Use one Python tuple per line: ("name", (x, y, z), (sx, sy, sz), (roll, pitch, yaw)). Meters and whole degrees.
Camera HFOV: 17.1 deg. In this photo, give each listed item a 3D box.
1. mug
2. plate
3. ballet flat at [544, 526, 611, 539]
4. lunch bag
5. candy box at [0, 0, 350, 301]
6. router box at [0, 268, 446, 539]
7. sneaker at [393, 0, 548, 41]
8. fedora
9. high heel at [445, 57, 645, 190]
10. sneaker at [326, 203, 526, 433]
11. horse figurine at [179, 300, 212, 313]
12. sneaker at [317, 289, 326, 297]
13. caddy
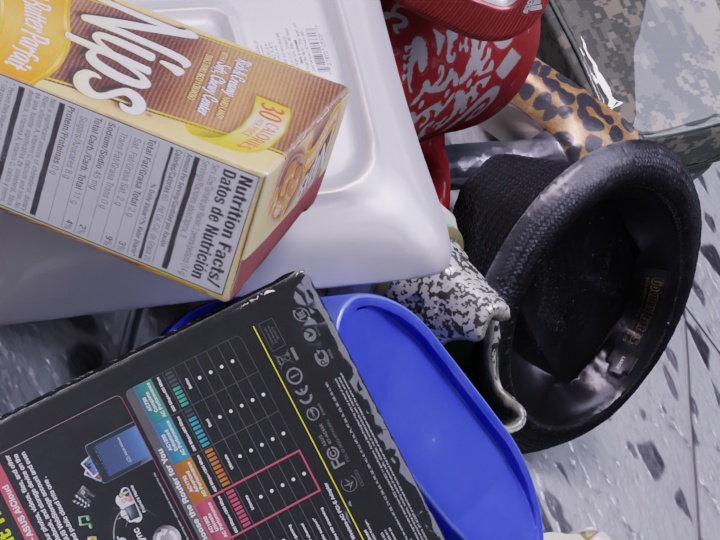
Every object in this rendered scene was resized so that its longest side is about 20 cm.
("mug", (0.014, -0.101, 1.253), (0.178, 0.133, 0.200), (59, 25, -1))
("plate", (-0.075, -0.079, 0.981), (0.032, 0.199, 0.201), (107, -27, -55))
("ballet flat", (0.098, 0.158, 1.195), (0.200, 0.070, 0.071), (8, 56, -62))
("lunch bag", (0.150, -0.130, 1.544), (0.139, 0.168, 0.201), (-17, 73, -25))
("candy box", (-0.115, -0.065, 0.881), (0.199, 0.056, 0.115), (21, 24, 7))
("router box", (-0.045, 0.122, 0.834), (0.149, 0.062, 0.201), (-26, 86, -23))
("sneaker", (-0.006, -0.179, 1.161), (0.199, 0.079, 0.116), (29, 15, -14))
("fedora", (0.100, 0.001, 1.321), (0.091, 0.201, 0.200), (35, 5, 36))
("high heel", (0.092, -0.134, 1.439), (0.071, 0.142, 0.201), (111, -25, -62))
("sneaker", (0.034, 0.059, 1.078), (0.089, 0.077, 0.201), (42, -26, 32))
("horse figurine", (-0.085, -0.015, 1.036), (0.200, 0.050, 0.133), (42, 32, -28))
("sneaker", (0.000, 0.000, 1.113), (0.074, 0.080, 0.200), (-52, 134, -19))
("caddy", (-0.015, 0.099, 0.981), (0.200, 0.105, 0.142), (53, 45, -30))
